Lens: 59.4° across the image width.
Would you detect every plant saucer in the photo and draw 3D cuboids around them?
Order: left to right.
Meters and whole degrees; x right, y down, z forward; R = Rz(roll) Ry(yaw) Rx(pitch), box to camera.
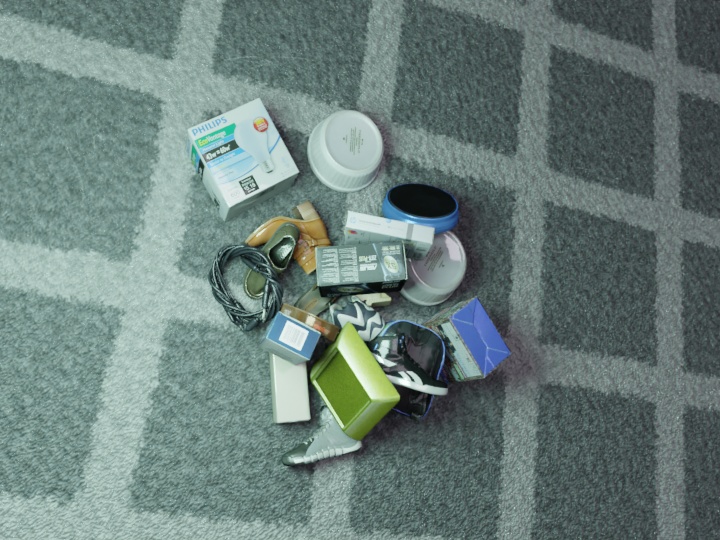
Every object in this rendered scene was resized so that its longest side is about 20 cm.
[{"bbox_3d":[-0.029,0.251,1.369,0.047,0.201,0.201,-17,64,-43],"label":"plant saucer"}]

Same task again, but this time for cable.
[{"bbox_3d":[-0.261,0.028,1.420,0.203,0.162,0.051,60,25,8],"label":"cable"}]

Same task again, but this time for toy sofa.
[{"bbox_3d":[0.016,-0.010,1.549,0.095,0.083,0.206,-7,80,-2],"label":"toy sofa"}]

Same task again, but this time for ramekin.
[{"bbox_3d":[-0.031,-0.309,1.595,0.197,0.094,0.209,4,76,-17],"label":"ramekin"},{"bbox_3d":[0.178,-0.020,1.593,0.197,0.094,0.209,4,77,-18],"label":"ramekin"}]

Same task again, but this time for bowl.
[{"bbox_3d":[0.152,-0.161,1.586,0.194,0.040,0.203,5,34,-3],"label":"bowl"}]

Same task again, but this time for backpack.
[{"bbox_3d":[0.095,0.223,1.485,0.179,0.147,0.205,23,82,-6],"label":"backpack"}]

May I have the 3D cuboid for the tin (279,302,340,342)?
[{"bbox_3d":[-0.117,0.113,1.390,0.111,0.199,0.043,32,81,-23],"label":"tin"}]

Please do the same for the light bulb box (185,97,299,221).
[{"bbox_3d":[-0.280,-0.260,1.483,0.196,0.125,0.203,-30,89,-22],"label":"light bulb box"}]

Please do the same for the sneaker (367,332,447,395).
[{"bbox_3d":[0.107,0.198,1.379,0.195,0.073,0.115,15,82,-3],"label":"sneaker"}]

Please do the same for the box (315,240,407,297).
[{"bbox_3d":[0.000,0.000,1.422,0.194,0.164,0.089,-4,79,-3],"label":"box"}]

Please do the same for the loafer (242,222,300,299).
[{"bbox_3d":[-0.207,-0.018,1.446,0.074,0.070,0.203,29,102,-15],"label":"loafer"}]

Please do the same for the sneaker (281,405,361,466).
[{"bbox_3d":[-0.096,0.372,1.438,0.195,0.075,0.119,-4,74,-30],"label":"sneaker"}]

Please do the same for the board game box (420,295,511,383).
[{"bbox_3d":[0.242,0.171,1.523,0.096,0.200,0.162,-31,89,-23],"label":"board game box"}]

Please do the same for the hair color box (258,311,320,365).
[{"bbox_3d":[-0.152,0.146,1.321,0.098,0.200,0.062,28,73,-7],"label":"hair color box"}]

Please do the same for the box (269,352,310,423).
[{"bbox_3d":[-0.164,0.241,1.439,0.080,0.068,0.206,-1,78,-17],"label":"box"}]

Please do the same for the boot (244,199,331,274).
[{"bbox_3d":[-0.163,-0.059,1.509,0.197,0.074,0.158,-29,94,-17],"label":"boot"}]

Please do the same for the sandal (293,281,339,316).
[{"bbox_3d":[-0.083,0.042,1.519,0.199,0.055,0.082,-43,93,-21],"label":"sandal"}]

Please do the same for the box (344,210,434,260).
[{"bbox_3d":[0.062,-0.076,1.442,0.194,0.156,0.042,10,77,1],"label":"box"}]

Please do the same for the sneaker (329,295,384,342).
[{"bbox_3d":[-0.051,0.144,1.474,0.199,0.080,0.130,-43,93,9],"label":"sneaker"}]
